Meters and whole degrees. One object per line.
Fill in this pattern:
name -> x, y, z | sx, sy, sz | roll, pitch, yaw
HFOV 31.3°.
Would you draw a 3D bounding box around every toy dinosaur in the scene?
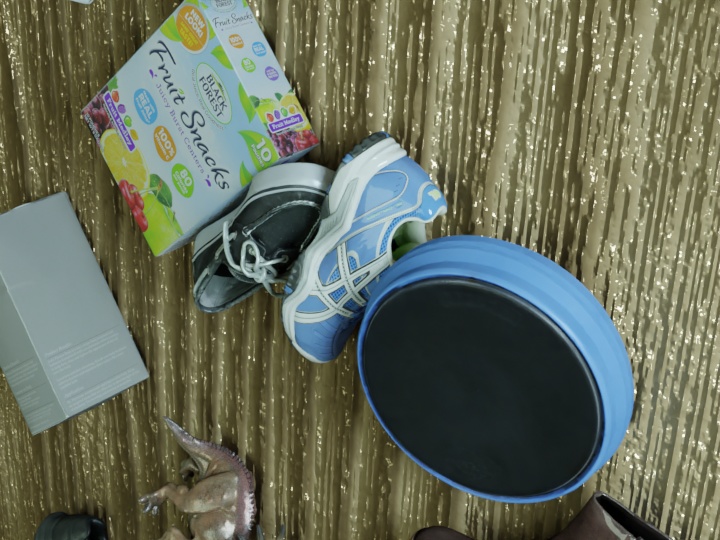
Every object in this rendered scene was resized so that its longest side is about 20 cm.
toy dinosaur -> -0.121, 0.226, 1.163 | 0.134, 0.085, 0.203 | -12, 84, 35

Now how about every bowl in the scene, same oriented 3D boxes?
bowl -> 0.086, 0.073, 0.880 | 0.198, 0.039, 0.203 | 16, 127, 23

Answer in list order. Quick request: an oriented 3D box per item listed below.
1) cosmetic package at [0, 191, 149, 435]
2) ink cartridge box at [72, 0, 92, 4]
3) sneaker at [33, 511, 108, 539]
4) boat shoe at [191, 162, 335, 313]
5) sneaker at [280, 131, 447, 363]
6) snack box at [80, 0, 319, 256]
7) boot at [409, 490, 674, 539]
cosmetic package -> -0.297, 0.039, 1.225 | 0.090, 0.106, 0.202 | -27, 87, 47
ink cartridge box -> -0.227, -0.312, 0.887 | 0.145, 0.202, 0.147 | 13, 133, -6
sneaker -> -0.281, 0.354, 1.381 | 0.090, 0.076, 0.202 | -16, 100, 39
boat shoe -> -0.078, -0.018, 0.992 | 0.198, 0.073, 0.069 | -26, 49, 48
sneaker -> 0.000, 0.000, 0.940 | 0.077, 0.075, 0.201 | 38, 132, 19
snack box -> -0.134, -0.116, 1.033 | 0.199, 0.053, 0.143 | -31, 87, 46
boot -> 0.136, 0.208, 0.912 | 0.199, 0.072, 0.168 | 35, 129, 18
